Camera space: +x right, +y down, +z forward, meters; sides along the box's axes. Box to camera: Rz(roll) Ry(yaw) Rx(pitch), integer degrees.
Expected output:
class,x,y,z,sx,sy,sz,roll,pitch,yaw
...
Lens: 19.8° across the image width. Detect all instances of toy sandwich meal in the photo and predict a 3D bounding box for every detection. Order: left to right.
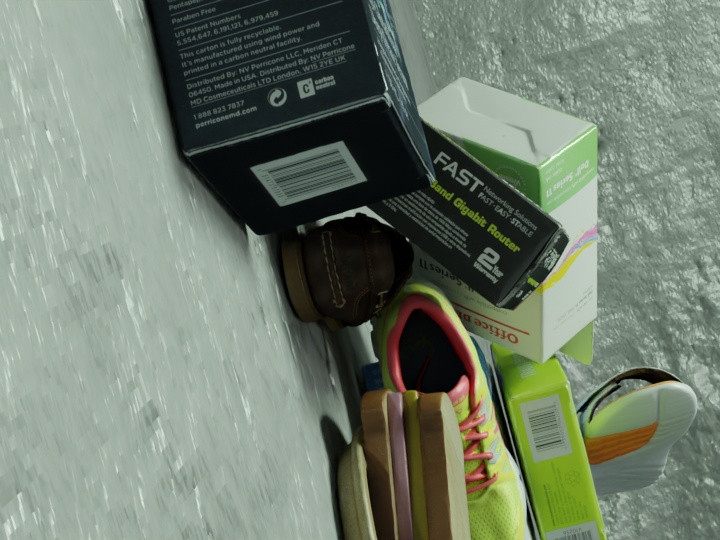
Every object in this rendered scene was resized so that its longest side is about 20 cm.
class,x,y,z,sx,sy,sz,roll,pitch,yaw
toy sandwich meal,0.041,0.170,1.217,0.205,0.070,0.205,-16,90,-83

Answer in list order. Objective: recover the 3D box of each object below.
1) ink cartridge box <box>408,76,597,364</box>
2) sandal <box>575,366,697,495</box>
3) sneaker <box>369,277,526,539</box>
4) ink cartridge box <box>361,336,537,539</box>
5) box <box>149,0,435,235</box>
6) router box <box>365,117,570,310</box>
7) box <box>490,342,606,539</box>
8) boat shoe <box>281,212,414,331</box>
class,x,y,z,sx,sy,sz,roll,pitch,yaw
ink cartridge box,0.095,-0.017,1.389,0.067,0.117,0.200,-37,136,-36
sandal,0.191,0.110,1.511,0.207,0.079,0.059,94,-16,-66
sneaker,0.053,0.101,1.321,0.090,0.078,0.200,122,-54,-84
ink cartridge box,0.072,0.161,1.436,0.145,0.084,0.200,56,19,-76
box,-0.044,-0.141,1.073,0.148,0.107,0.200,51,23,-72
router box,0.030,-0.057,1.236,0.200,0.062,0.150,38,2,8
box,0.132,0.117,1.466,0.200,0.048,0.122,-92,167,-80
boat shoe,0.000,0.000,1.282,0.200,0.070,0.071,-42,117,-84
